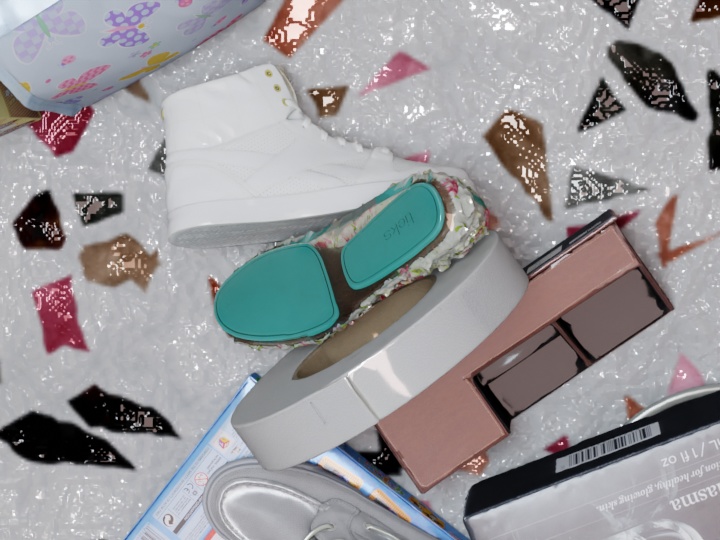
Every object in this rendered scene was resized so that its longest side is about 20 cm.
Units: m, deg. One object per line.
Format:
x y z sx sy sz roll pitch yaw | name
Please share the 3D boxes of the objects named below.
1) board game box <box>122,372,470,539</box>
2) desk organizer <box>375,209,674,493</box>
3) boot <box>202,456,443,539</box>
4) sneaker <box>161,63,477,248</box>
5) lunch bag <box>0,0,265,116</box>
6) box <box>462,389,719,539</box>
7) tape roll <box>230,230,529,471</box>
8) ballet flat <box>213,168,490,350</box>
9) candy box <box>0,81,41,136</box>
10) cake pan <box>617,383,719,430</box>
-0.037 0.186 1.621 0.200 0.037 0.151 38 95 3 | board game box
0.098 0.051 1.585 0.200 0.072 0.077 -35 92 6 | desk organizer
-0.008 0.174 1.551 0.200 0.096 0.074 21 94 3 | boot
-0.027 -0.080 1.586 0.200 0.074 0.116 -3 72 -14 | sneaker
-0.152 -0.184 1.528 0.169 0.200 0.127 -31 91 7 | lunch bag
0.189 0.195 1.523 0.200 0.124 0.197 -22 93 6 | box
0.011 0.048 1.525 0.203 0.203 0.037 -34 99 6 | tape roll
0.000 0.000 1.540 0.200 0.064 0.076 -24 73 34 | ballet flat
-0.258 -0.136 1.539 0.055 0.200 0.116 -22 91 5 | candy box
0.234 0.169 1.595 0.200 0.037 0.201 0 93 5 | cake pan
